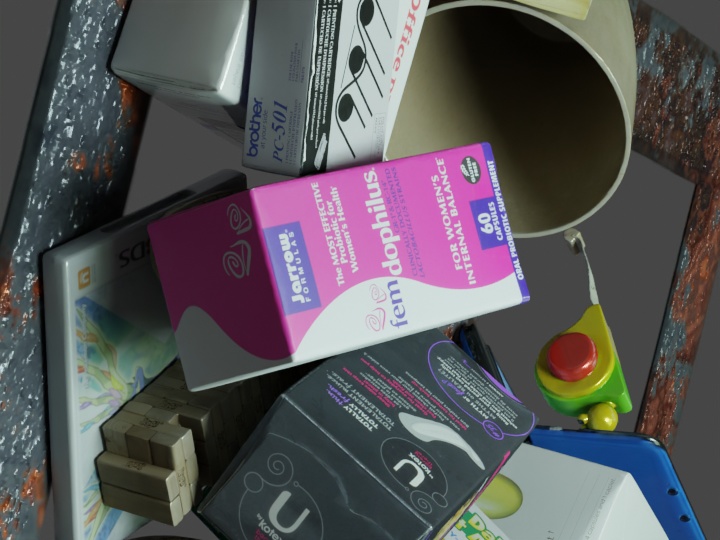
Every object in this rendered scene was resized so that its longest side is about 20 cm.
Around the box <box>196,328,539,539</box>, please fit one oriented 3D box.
[{"bbox_3d":[0.009,0.120,1.356,0.106,0.122,0.200,-53,170,26],"label":"box"}]

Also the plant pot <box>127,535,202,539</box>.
[{"bbox_3d":[-0.102,0.262,1.324,0.200,0.092,0.202,4,82,-35],"label":"plant pot"}]

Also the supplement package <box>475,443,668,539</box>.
[{"bbox_3d":[0.094,0.236,1.625,0.192,0.199,0.147,-64,148,-21],"label":"supplement package"}]

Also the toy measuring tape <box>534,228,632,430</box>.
[{"bbox_3d":[0.170,0.054,1.796,0.074,0.073,0.201,62,13,-50],"label":"toy measuring tape"}]

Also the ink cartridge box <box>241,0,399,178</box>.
[{"bbox_3d":[-0.018,-0.158,1.255,0.094,0.044,0.201,-12,111,-58],"label":"ink cartridge box"}]

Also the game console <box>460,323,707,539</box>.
[{"bbox_3d":[0.177,0.135,1.731,0.200,0.118,0.171,60,9,-51],"label":"game console"}]

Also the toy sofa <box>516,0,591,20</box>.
[{"bbox_3d":[0.130,-0.253,1.468,0.200,0.082,0.098,-76,-176,-63],"label":"toy sofa"}]

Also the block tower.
[{"bbox_3d":[-0.081,0.075,1.357,0.200,0.058,0.054,-45,138,-45],"label":"block tower"}]

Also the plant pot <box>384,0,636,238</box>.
[{"bbox_3d":[0.120,-0.155,1.556,0.200,0.186,0.188,-62,151,-51],"label":"plant pot"}]

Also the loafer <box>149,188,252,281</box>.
[{"bbox_3d":[-0.056,-0.011,1.354,0.199,0.068,0.076,-4,83,-44],"label":"loafer"}]

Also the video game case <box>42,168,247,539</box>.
[{"bbox_3d":[-0.127,0.057,1.348,0.182,0.022,0.201,-30,127,-52],"label":"video game case"}]

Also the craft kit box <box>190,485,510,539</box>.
[{"bbox_3d":[0.012,0.181,1.433,0.049,0.200,0.197,-49,171,24],"label":"craft kit box"}]

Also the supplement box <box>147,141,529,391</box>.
[{"bbox_3d":[-0.011,-0.004,1.277,0.199,0.103,0.102,-14,89,-42],"label":"supplement box"}]

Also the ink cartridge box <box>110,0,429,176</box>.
[{"bbox_3d":[-0.048,-0.151,1.335,0.200,0.085,0.148,26,78,-58],"label":"ink cartridge box"}]
